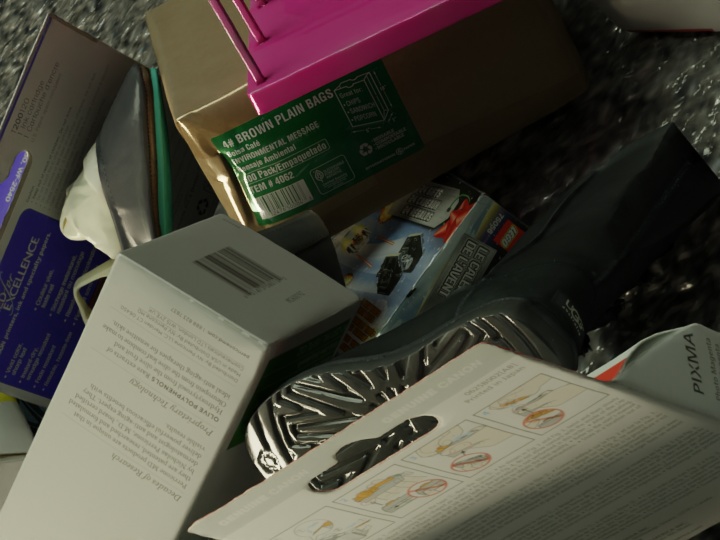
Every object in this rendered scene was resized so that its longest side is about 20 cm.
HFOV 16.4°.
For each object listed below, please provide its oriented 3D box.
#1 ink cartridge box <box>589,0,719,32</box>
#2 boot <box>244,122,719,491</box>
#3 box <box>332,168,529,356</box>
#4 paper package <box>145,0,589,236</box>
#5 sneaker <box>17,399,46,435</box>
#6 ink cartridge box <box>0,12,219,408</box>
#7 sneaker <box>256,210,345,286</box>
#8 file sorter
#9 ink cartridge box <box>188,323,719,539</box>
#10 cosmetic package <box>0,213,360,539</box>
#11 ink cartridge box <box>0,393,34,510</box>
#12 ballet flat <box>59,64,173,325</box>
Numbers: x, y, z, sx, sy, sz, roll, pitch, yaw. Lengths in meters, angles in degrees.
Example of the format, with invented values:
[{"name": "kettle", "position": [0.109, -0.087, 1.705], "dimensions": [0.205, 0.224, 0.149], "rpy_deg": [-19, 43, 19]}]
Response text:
[{"name": "ink cartridge box", "position": [0.191, -0.219, 1.222], "dimensions": [0.200, 0.086, 0.148], "rpy_deg": [-61, 26, -12]}, {"name": "boot", "position": [0.057, 0.017, 1.088], "dimensions": [0.165, 0.066, 0.200], "rpy_deg": [-21, 16, 33]}, {"name": "box", "position": [0.000, 0.000, 1.325], "dimensions": [0.137, 0.040, 0.200], "rpy_deg": [-54, 25, 1]}, {"name": "paper package", "position": [0.001, -0.117, 1.321], "dimensions": [0.200, 0.104, 0.191], "rpy_deg": [-28, 24, 3]}, {"name": "sneaker", "position": [-0.181, 0.037, 1.525], "dimensions": [0.200, 0.095, 0.079], "rpy_deg": [-45, 26, 18]}, {"name": "ink cartridge box", "position": [-0.162, -0.026, 1.380], "dimensions": [0.043, 0.200, 0.199], "rpy_deg": [20, 86, 33]}, {"name": "sneaker", "position": [-0.062, 0.060, 1.256], "dimensions": [0.075, 0.106, 0.200], "rpy_deg": [51, 150, 30]}, {"name": "file sorter", "position": [-0.016, -0.196, 1.219], "dimensions": [0.139, 0.126, 0.200], "rpy_deg": [-24, 27, 11]}, {"name": "ink cartridge box", "position": [0.057, 0.068, 0.955], "dimensions": [0.162, 0.200, 0.057], "rpy_deg": [-35, 48, 34]}, {"name": "cosmetic package", "position": [-0.092, 0.085, 1.117], "dimensions": [0.200, 0.085, 0.108], "rpy_deg": [-65, -15, 21]}, {"name": "ink cartridge box", "position": [-0.232, 0.136, 1.425], "dimensions": [0.200, 0.083, 0.146], "rpy_deg": [-132, 38, -65]}, {"name": "ballet flat", "position": [-0.123, -0.009, 1.336], "dimensions": [0.073, 0.201, 0.073], "rpy_deg": [-8, 22, 3]}]
